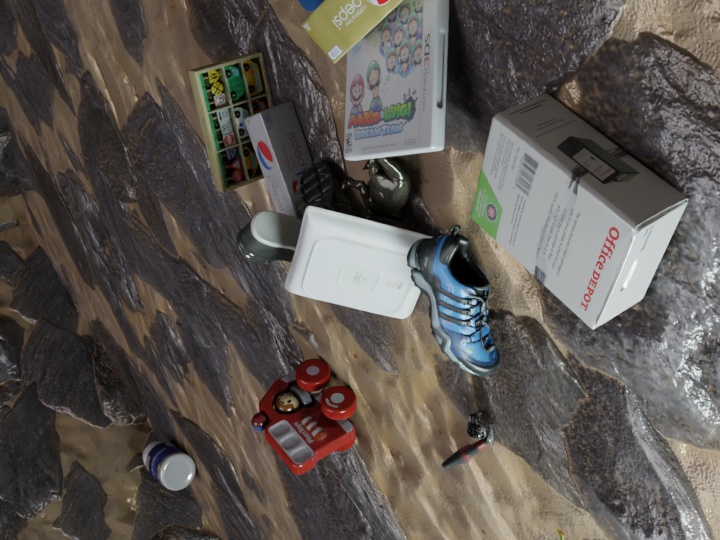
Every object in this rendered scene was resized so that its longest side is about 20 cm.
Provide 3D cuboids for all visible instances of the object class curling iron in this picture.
[{"bbox_3d":[0.159,0.264,1.351,0.200,0.025,0.050,110,150,-58],"label":"curling iron"}]

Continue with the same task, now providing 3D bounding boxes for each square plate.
[{"bbox_3d":[0.000,0.000,1.272,0.201,0.196,0.029,112,171,-53],"label":"square plate"}]

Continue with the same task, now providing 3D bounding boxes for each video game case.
[{"bbox_3d":[0.039,-0.233,1.103,0.199,0.023,0.184,5,94,59],"label":"video game case"}]

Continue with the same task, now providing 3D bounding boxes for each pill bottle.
[{"bbox_3d":[-0.603,0.603,2.806,0.199,0.115,0.117,10,120,57],"label":"pill bottle"}]

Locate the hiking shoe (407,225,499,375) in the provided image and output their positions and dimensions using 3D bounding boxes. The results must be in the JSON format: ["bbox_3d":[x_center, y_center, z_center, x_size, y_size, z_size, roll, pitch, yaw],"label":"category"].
[{"bbox_3d":[0.133,0.047,1.158,0.086,0.074,0.201,-18,104,49],"label":"hiking shoe"}]

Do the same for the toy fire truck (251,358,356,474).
[{"bbox_3d":[-0.106,0.268,1.649,0.200,0.167,0.113,41,143,37],"label":"toy fire truck"}]

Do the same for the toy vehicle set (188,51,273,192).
[{"bbox_3d":[-0.197,-0.241,1.459,0.026,0.124,0.202,24,131,51],"label":"toy vehicle set"}]

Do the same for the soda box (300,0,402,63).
[{"bbox_3d":[0.017,-0.326,1.038,0.064,0.068,0.199,48,142,-11],"label":"soda box"}]

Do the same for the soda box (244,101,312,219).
[{"bbox_3d":[-0.117,-0.163,1.448,0.068,0.063,0.202,-1,110,59],"label":"soda box"}]

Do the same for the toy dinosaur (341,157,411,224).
[{"bbox_3d":[0.035,-0.119,1.234,0.102,0.077,0.200,44,142,11],"label":"toy dinosaur"}]

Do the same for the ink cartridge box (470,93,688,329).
[{"bbox_3d":[0.218,-0.063,0.933,0.200,0.084,0.146,47,147,32],"label":"ink cartridge box"}]

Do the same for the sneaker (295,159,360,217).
[{"bbox_3d":[-0.042,-0.081,1.368,0.075,0.079,0.201,-34,55,21],"label":"sneaker"}]

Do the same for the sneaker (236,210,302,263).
[{"bbox_3d":[-0.104,-0.038,1.409,0.099,0.199,0.071,-16,60,53],"label":"sneaker"}]

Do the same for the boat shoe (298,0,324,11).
[{"bbox_3d":[-0.022,-0.385,1.117,0.085,0.068,0.200,59,153,-6],"label":"boat shoe"}]
